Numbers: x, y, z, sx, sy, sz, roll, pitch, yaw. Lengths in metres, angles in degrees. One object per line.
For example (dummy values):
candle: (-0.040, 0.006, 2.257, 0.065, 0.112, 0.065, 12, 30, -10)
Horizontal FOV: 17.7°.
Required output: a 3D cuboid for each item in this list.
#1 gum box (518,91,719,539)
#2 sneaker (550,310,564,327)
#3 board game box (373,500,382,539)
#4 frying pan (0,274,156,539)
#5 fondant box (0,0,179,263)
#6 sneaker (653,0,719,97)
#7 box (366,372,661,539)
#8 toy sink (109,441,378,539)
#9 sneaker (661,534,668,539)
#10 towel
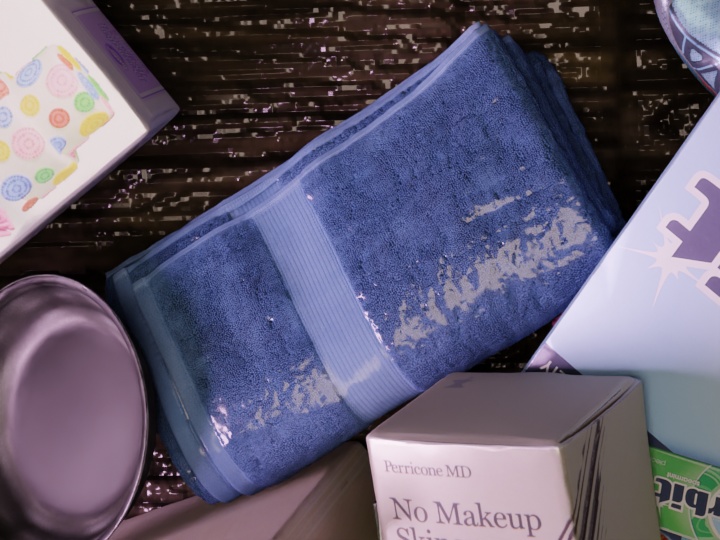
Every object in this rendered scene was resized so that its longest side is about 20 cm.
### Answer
gum box: (0.169, 0.020, 0.781, 0.170, 0.045, 0.200, 40, 120, 13)
sneaker: (0.170, 0.048, 0.863, 0.200, 0.080, 0.086, 37, 104, 2)
board game box: (0.039, 0.171, 0.900, 0.023, 0.105, 0.200, -6, 98, 12)
frying pan: (-0.135, 0.092, 0.918, 0.115, 0.031, 0.190, 36, 110, 34)
fondant box: (-0.192, -0.053, 0.897, 0.200, 0.058, 0.144, -38, 93, 14)
sneaker: (0.189, -0.058, 0.829, 0.200, 0.096, 0.079, 39, 105, 3)
box: (0.064, 0.140, 0.813, 0.082, 0.068, 0.200, -1, 108, 32)
toy sink: (-0.057, 0.158, 0.869, 0.130, 0.200, 0.112, -21, 95, 14)
sneaker: (0.076, 0.156, 0.898, 0.077, 0.073, 0.200, 3, 94, -28)
towel: (0.000, 0.000, 0.887, 0.200, 0.049, 0.112, -31, 66, 15)
